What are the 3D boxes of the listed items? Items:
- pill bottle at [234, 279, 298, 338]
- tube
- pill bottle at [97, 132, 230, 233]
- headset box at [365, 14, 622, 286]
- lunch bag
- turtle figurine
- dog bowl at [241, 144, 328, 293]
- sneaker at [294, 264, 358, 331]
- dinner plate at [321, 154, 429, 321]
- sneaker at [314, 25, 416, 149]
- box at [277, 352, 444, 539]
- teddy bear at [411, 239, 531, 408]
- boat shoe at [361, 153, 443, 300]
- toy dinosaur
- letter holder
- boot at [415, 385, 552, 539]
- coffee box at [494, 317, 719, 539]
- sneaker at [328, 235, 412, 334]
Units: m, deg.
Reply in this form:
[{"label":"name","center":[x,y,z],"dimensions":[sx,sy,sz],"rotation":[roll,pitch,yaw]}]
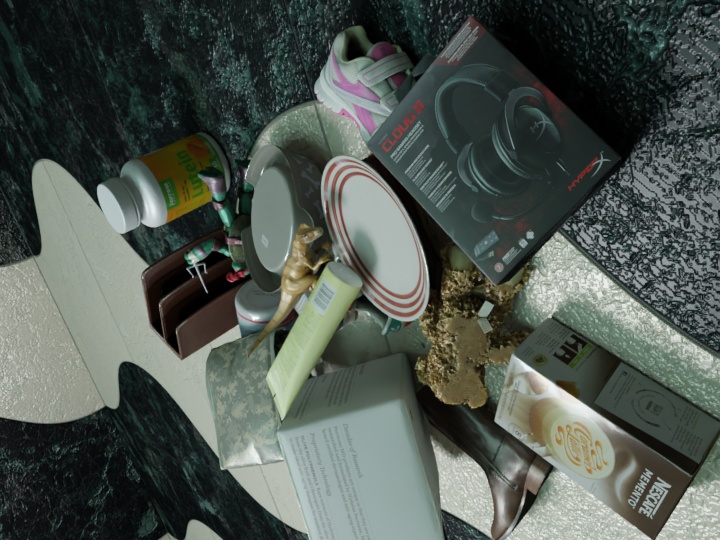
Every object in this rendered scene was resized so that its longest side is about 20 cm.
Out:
[{"label":"pill bottle","center":[-0.152,0.120,1.133],"dimensions":[0.108,0.108,0.204],"rotation":[27,135,36]},{"label":"tube","center":[-0.065,0.085,0.816],"dimensions":[0.051,0.058,0.203],"rotation":[31,109,3]},{"label":"pill bottle","center":[-0.321,-0.141,1.068],"dimensions":[0.110,0.198,0.113],"rotation":[30,137,33]},{"label":"headset box","center":[0.113,-0.113,0.595],"dimensions":[0.149,0.077,0.201],"rotation":[-46,76,18]},{"label":"lunch bag","center":[-0.156,0.198,1.038],"dimensions":[0.161,0.116,0.206],"rotation":[-18,81,35]},{"label":"turtle figurine","center":[-0.201,-0.066,1.035],"dimensions":[0.099,0.149,0.205],"rotation":[16,120,23]},{"label":"dog bowl","center":[-0.108,-0.072,0.919],"dimensions":[0.198,0.057,0.206],"rotation":[5,96,59]},{"label":"sneaker","center":[-0.065,0.028,0.991],"dimensions":[0.201,0.077,0.080],"rotation":[-123,31,-49]},{"label":"dinner plate","center":[0.019,-0.037,0.741],"dimensions":[0.200,0.024,0.203],"rotation":[43,150,32]},{"label":"sneaker","center":[0.026,-0.190,0.699],"dimensions":[0.199,0.081,0.089],"rotation":[41,144,23]},{"label":"box","center":[0.009,0.249,0.883],"dimensions":[0.199,0.167,0.205],"rotation":[-62,-45,-80]},{"label":"teddy bear","center":[0.126,0.056,0.748],"dimensions":[0.141,0.067,0.205],"rotation":[-5,115,7]},{"label":"boat shoe","center":[0.045,-0.045,0.795],"dimensions":[0.203,0.070,0.070],"rotation":[59,146,2]},{"label":"toy dinosaur","center":[-0.080,0.017,0.838],"dimensions":[0.061,0.104,0.203],"rotation":[57,134,45]},{"label":"letter holder","center":[-0.260,0.028,1.118],"dimensions":[0.100,0.198,0.145],"rotation":[35,139,28]},{"label":"boot","center":[0.150,0.250,0.886],"dimensions":[0.198,0.064,0.190],"rotation":[35,126,26]},{"label":"coffee box","center":[0.249,0.159,0.680],"dimensions":[0.198,0.079,0.116],"rotation":[34,139,32]},{"label":"sneaker","center":[0.000,0.001,0.863],"dimensions":[0.200,0.093,0.071],"rotation":[46,144,17]}]
